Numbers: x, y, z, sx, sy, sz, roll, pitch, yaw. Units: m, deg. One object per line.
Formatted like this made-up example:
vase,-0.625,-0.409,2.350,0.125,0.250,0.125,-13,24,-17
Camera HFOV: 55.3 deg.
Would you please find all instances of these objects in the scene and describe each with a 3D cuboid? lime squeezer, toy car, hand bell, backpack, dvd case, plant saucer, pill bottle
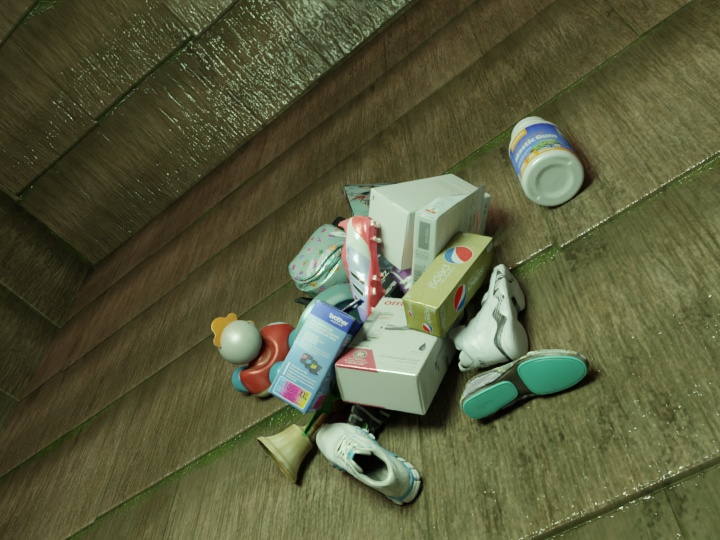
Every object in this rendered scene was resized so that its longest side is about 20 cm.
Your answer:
lime squeezer,-0.043,0.231,1.232,0.200,0.038,0.070,-38,26,-29
toy car,-0.237,0.157,1.505,0.184,0.200,0.177,-12,41,46
hand bell,-0.082,0.281,1.266,0.200,0.104,0.104,-40,24,-21
backpack,-0.069,-0.024,1.608,0.200,0.127,0.167,-50,30,-5
dvd case,0.040,-0.170,1.683,0.145,0.022,0.200,-4,27,-7
plant saucer,-0.033,0.124,1.269,0.200,0.200,0.027,-52,38,-14
pill bottle,0.346,-0.217,1.310,0.112,0.112,0.200,-34,29,20

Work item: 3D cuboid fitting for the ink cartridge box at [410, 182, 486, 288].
ink cartridge box,0.158,-0.061,1.229,0.050,0.163,0.200,17,33,26

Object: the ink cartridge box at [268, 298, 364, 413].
ink cartridge box,-0.061,0.129,1.141,0.201,0.076,0.136,-64,-10,-4

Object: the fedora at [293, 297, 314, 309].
fedora,-0.051,0.113,1.393,0.200,0.200,0.092,10,89,59

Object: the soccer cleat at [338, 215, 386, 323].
soccer cleat,0.000,0.000,1.246,0.076,0.067,0.201,-5,83,22

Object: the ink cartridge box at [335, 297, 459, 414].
ink cartridge box,0.067,0.133,1.135,0.146,0.083,0.200,3,33,26

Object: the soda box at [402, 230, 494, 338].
soda box,0.149,0.019,1.136,0.067,0.064,0.200,15,43,32

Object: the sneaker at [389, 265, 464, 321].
sneaker,0.110,0.039,1.279,0.073,0.114,0.200,-44,28,-2

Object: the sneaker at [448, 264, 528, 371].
sneaker,0.206,0.078,1.126,0.115,0.075,0.201,-27,35,28

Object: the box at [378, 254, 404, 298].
box,0.079,-0.003,1.458,0.200,0.044,0.160,-49,26,-8

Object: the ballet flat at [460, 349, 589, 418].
ballet flat,0.234,0.151,0.997,0.200,0.072,0.072,-29,31,26

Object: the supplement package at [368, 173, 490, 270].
supplement package,0.126,-0.095,1.303,0.199,0.120,0.121,-14,35,-31

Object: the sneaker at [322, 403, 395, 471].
sneaker,-0.008,0.244,1.201,0.200,0.076,0.115,-52,23,-15

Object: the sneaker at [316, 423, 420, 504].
sneaker,-0.003,0.282,1.054,0.199,0.087,0.075,18,75,41
